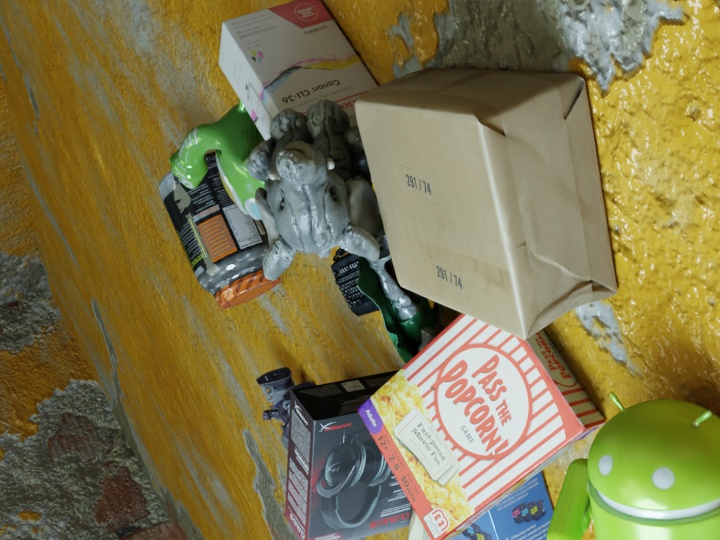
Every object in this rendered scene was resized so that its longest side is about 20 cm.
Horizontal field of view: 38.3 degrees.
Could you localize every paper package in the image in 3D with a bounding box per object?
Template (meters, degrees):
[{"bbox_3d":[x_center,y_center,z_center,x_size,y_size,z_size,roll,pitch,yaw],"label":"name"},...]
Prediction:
[{"bbox_3d":[0.099,-0.063,0.859,0.199,0.103,0.193,20,130,59],"label":"paper package"}]

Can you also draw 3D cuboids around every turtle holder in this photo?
[{"bbox_3d":[-0.102,-0.113,1.141,0.142,0.184,0.132,55,152,23],"label":"turtle holder"}]

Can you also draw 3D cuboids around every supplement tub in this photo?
[{"bbox_3d":[-0.196,-0.056,1.473,0.202,0.121,0.122,66,156,7],"label":"supplement tub"}]

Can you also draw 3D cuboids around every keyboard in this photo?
[{"bbox_3d":[0.000,0.000,1.204,0.105,0.039,0.200,67,156,1],"label":"keyboard"}]

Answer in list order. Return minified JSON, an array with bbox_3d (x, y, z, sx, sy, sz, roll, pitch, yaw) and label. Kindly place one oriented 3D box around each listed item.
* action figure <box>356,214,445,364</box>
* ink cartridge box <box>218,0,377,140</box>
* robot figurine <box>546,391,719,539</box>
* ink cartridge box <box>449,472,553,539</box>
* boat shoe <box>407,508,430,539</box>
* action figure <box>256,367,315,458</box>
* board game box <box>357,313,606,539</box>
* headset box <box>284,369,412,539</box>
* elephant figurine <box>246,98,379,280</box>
[{"bbox_3d":[0.059,0.050,1.066,0.054,0.119,0.201,-12,125,27],"label":"action figure"},{"bbox_3d":[-0.050,-0.177,1.064,0.201,0.115,0.068,58,154,20],"label":"ink cartridge box"},{"bbox_3d":[0.231,0.186,0.770,0.174,0.115,0.203,4,115,39],"label":"robot figurine"},{"bbox_3d":[0.125,0.214,1.078,0.136,0.076,0.203,0,109,65],"label":"ink cartridge box"},{"bbox_3d":[0.094,0.258,1.198,0.064,0.072,0.202,12,117,13],"label":"boat shoe"},{"bbox_3d":[-0.108,0.238,1.605,0.130,0.069,0.202,42,148,37],"label":"action figure"},{"bbox_3d":[0.106,0.134,0.963,0.200,0.046,0.152,-46,65,29],"label":"board game box"},{"bbox_3d":[-0.008,0.232,1.230,0.077,0.147,0.203,-138,47,-55],"label":"headset box"},{"bbox_3d":[-0.045,-0.055,0.919,0.155,0.141,0.201,37,-156,-21],"label":"elephant figurine"}]
